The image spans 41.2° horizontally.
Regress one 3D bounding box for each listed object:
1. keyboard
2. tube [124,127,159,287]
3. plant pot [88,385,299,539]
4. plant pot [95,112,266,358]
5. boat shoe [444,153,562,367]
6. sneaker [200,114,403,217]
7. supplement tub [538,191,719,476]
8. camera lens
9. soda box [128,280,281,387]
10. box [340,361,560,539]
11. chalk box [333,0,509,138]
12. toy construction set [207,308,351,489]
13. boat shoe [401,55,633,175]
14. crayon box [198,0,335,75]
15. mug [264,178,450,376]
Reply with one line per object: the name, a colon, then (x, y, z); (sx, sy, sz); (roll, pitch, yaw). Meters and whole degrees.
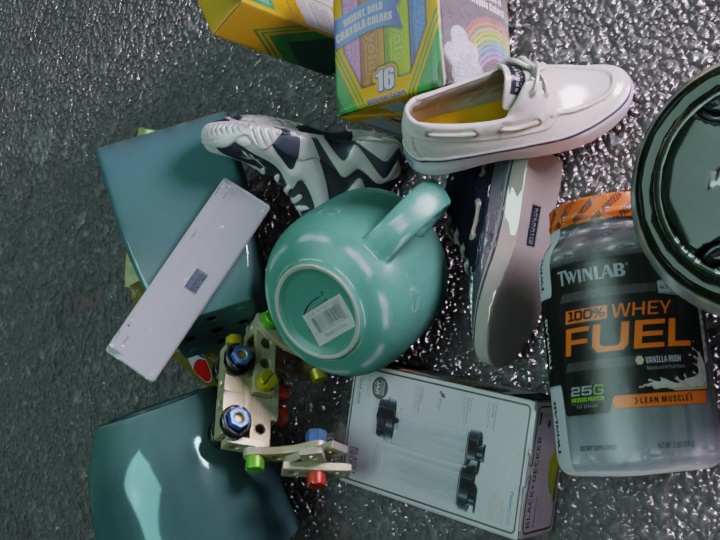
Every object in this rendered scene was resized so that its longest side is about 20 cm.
keyboard: (-0.162, 0.006, 0.910); (0.056, 0.011, 0.201); (32, 78, 1)
tube: (-0.260, -0.073, 1.180); (0.051, 0.058, 0.204); (8, 95, -2)
plant pot: (-0.179, 0.211, 0.953); (0.199, 0.200, 0.163); (-19, 89, 37)
plant pot: (-0.170, -0.027, 0.989); (0.139, 0.142, 0.202); (-17, 63, -5)
boat shoe: (0.114, -0.021, 0.847); (0.092, 0.074, 0.203); (10, 84, 46)
sneaker: (-0.062, -0.077, 0.943); (0.080, 0.196, 0.132); (-123, 40, -69)
supplement tub: (0.200, 0.049, 0.725); (0.121, 0.122, 0.204); (-13, 77, 38)
camera lens: (0.276, -0.042, 0.615); (0.158, 0.199, 0.163); (-6, 80, 36)
soda box: (-0.174, 0.070, 1.062); (0.199, 0.064, 0.069); (33, 140, 38)
box: (0.080, 0.154, 0.856); (0.198, 0.060, 0.119); (7, 89, 41)
chalk box: (0.055, -0.238, 0.879); (0.123, 0.124, 0.204); (-9, 78, 38)
toy construction set: (-0.072, 0.119, 0.906); (0.093, 0.129, 0.202); (-57, 30, 38)
boat shoe: (0.128, -0.138, 0.781); (0.197, 0.070, 0.072); (-13, 56, 2)
crayon box: (-0.105, -0.282, 0.968); (0.051, 0.199, 0.127); (-39, 62, 29)
mug: (-0.009, 0.001, 0.849); (0.150, 0.114, 0.188); (18, 119, 24)
